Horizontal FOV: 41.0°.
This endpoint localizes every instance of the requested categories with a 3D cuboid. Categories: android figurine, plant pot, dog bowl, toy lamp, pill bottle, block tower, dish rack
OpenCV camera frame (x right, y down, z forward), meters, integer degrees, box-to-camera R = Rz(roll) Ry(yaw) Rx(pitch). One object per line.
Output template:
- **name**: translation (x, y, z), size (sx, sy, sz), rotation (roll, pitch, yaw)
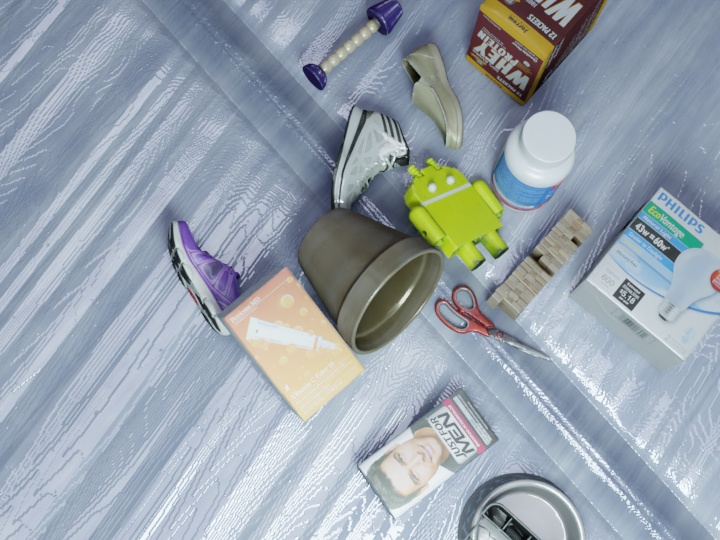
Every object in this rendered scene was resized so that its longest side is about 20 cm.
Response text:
- **android figurine**: translation (0.150, -0.096, 1.548), size (0.181, 0.041, 0.201), rotation (-22, 71, -39)
- **plant pot**: translation (0.000, 0.000, 1.489), size (0.173, 0.200, 0.200), rotation (39, 77, 24)
- **dog bowl**: translation (0.248, 0.406, 1.451), size (0.198, 0.059, 0.202), rotation (0, 77, -1)
- **toy lamp**: translation (-0.008, -0.388, 1.638), size (0.058, 0.058, 0.200), rotation (44, 81, 8)
- **pill bottle**: translation (0.275, -0.173, 1.520), size (0.111, 0.200, 0.113), rotation (0, 77, -2)
- **block tower**: translation (0.289, -0.006, 1.551), size (0.058, 0.054, 0.200), rotation (43, 76, 9)
- **dish rack**: translation (0.182, 0.454, 1.380), size (0.153, 0.055, 0.200), rotation (41, 79, 9)

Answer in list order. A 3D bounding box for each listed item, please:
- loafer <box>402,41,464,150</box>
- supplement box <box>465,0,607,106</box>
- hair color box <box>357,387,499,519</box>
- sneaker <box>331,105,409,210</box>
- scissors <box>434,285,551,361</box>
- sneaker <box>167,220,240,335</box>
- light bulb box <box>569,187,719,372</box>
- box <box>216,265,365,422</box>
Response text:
- **loafer**: translation (0.121, -0.286, 1.612), size (0.068, 0.076, 0.202), rotation (-15, 68, -4)
- **supplement box**: translation (0.295, -0.416, 1.582), size (0.133, 0.197, 0.200), rotation (40, 79, 8)
- **hair color box**: translation (0.102, 0.281, 1.475), size (0.199, 0.061, 0.099), rotation (-36, 80, -9)
- **sneaker**: translation (0.019, -0.169, 1.574), size (0.114, 0.076, 0.202), rotation (13, 74, 3)
- **scissors**: translation (0.209, 0.104, 1.548), size (0.200, 0.014, 0.073), rotation (41, 76, 7)
- **sneaker**: translation (-0.240, 0.005, 1.534), size (0.083, 0.081, 0.201), rotation (-31, 88, -22)
- **light bulb box**: translation (0.475, 0.016, 1.521), size (0.198, 0.125, 0.200), rotation (40, 79, 8)
- **box**: translation (-0.107, 0.109, 1.462), size (0.124, 0.097, 0.201), rotation (-40, 99, -11)
